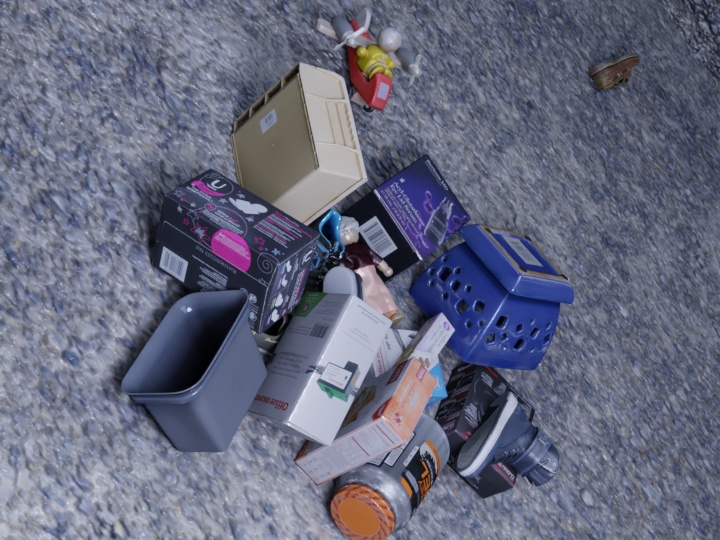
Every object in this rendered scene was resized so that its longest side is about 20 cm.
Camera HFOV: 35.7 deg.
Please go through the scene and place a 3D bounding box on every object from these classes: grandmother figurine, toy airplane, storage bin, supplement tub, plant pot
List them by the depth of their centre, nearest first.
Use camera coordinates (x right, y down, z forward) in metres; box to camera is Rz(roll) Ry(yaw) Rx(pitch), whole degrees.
[{"bbox_3d":[-0.216,0.143,1.498,0.201,0.144,0.135,-63,140,-47],"label":"storage bin"},{"bbox_3d":[0.043,0.305,1.655,0.123,0.122,0.200,52,41,-7],"label":"supplement tub"},{"bbox_3d":[-0.104,-0.189,1.758,0.093,0.200,0.200,8,60,-40],"label":"storage bin"},{"bbox_3d":[0.000,0.000,1.859,0.121,0.060,0.201,-2,64,-54],"label":"grandmother figurine"},{"bbox_3d":[0.236,0.038,1.929,0.199,0.180,0.200,9,32,-41],"label":"plant pot"},{"bbox_3d":[0.022,-0.411,2.074,0.200,0.141,0.200,52,40,-6],"label":"toy airplane"}]

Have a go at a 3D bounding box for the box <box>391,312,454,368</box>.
[{"bbox_3d":[0.090,0.139,1.768,0.039,0.041,0.200,52,41,-8],"label":"box"}]

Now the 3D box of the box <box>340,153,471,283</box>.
[{"bbox_3d":[0.080,-0.093,1.961,0.148,0.104,0.200,55,40,-3],"label":"box"}]

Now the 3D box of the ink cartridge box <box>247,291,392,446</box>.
[{"bbox_3d":[-0.062,0.136,1.581,0.084,0.146,0.201,34,75,-26],"label":"ink cartridge box"}]

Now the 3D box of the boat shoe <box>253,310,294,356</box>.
[{"bbox_3d":[-0.132,0.083,1.663,0.201,0.060,0.073,14,56,-40],"label":"boat shoe"}]

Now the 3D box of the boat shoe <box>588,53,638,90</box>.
[{"bbox_3d":[0.651,-0.501,2.844,0.199,0.072,0.068,-24,88,-41],"label":"boat shoe"}]

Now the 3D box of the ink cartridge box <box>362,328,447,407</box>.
[{"bbox_3d":[0.039,0.157,1.788,0.199,0.067,0.117,8,61,-43],"label":"ink cartridge box"}]

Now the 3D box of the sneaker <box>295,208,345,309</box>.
[{"bbox_3d":[-0.065,-0.007,1.774,0.073,0.082,0.202,19,54,-37],"label":"sneaker"}]

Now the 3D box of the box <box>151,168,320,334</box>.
[{"bbox_3d":[-0.176,-0.029,1.577,0.199,0.133,0.115,31,37,17],"label":"box"}]

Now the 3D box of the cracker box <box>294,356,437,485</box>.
[{"bbox_3d":[0.007,0.218,1.613,0.058,0.199,0.134,48,40,-12],"label":"cracker box"}]

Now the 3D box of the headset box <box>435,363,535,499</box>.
[{"bbox_3d":[0.203,0.270,1.878,0.149,0.077,0.201,43,43,-16],"label":"headset box"}]

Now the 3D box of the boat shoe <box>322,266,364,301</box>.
[{"bbox_3d":[-0.025,0.097,1.717,0.068,0.071,0.202,19,70,-58],"label":"boat shoe"}]

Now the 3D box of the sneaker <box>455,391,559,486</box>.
[{"bbox_3d":[0.240,0.301,1.777,0.147,0.077,0.202,51,40,-4],"label":"sneaker"}]
